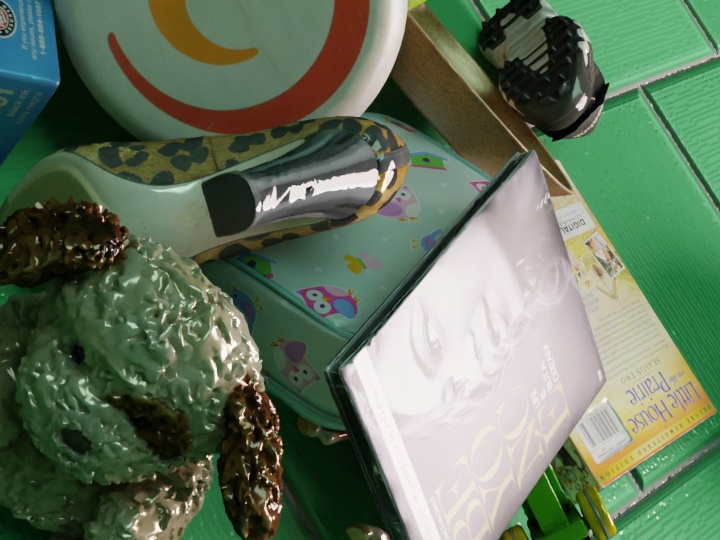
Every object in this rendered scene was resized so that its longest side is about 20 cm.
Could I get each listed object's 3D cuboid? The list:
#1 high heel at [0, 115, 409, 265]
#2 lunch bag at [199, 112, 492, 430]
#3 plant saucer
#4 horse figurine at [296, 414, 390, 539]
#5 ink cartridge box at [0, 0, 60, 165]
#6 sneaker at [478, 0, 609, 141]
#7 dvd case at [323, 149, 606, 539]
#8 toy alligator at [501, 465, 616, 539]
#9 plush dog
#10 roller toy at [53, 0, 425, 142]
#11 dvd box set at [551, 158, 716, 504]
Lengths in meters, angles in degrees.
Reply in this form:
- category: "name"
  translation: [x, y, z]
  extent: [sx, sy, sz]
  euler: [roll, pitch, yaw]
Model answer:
- category: "high heel"
  translation: [-0.077, -0.038, 0.805]
  extent: [0.142, 0.198, 0.072]
  euler: [-20, 103, -50]
- category: "lunch bag"
  translation: [0.000, 0.000, 0.870]
  extent: [0.160, 0.078, 0.199]
  euler: [35, 41, 22]
- category: "plant saucer"
  translation: [0.055, -0.113, 0.993]
  extent: [0.200, 0.035, 0.200]
  euler: [48, 11, -13]
- category: "horse figurine"
  translation: [0.024, 0.115, 0.866]
  extent: [0.132, 0.050, 0.202]
  euler: [3, 54, -45]
- category: "ink cartridge box"
  translation: [-0.259, -0.145, 0.787]
  extent: [0.198, 0.086, 0.148]
  euler: [9, 57, -36]
- category: "sneaker"
  translation: [0.133, -0.122, 1.062]
  extent: [0.091, 0.066, 0.200]
  euler: [47, 11, -19]
- category: "dvd case"
  translation: [0.062, 0.053, 0.815]
  extent: [0.200, 0.016, 0.150]
  euler: [-46, 125, -42]
- category: "toy alligator"
  translation: [0.108, 0.139, 0.910]
  extent: [0.202, 0.059, 0.054]
  euler: [63, 2, -3]
- category: "plush dog"
  translation: [-0.108, 0.057, 0.712]
  extent: [0.200, 0.172, 0.161]
  euler: [44, 44, -5]
- category: "roller toy"
  translation: [-0.067, -0.160, 0.855]
  extent: [0.198, 0.184, 0.140]
  euler: [26, 20, -10]
- category: "dvd box set"
  translation: [0.130, 0.033, 1.023]
  extent: [0.146, 0.029, 0.201]
  euler: [-22, 77, -46]
